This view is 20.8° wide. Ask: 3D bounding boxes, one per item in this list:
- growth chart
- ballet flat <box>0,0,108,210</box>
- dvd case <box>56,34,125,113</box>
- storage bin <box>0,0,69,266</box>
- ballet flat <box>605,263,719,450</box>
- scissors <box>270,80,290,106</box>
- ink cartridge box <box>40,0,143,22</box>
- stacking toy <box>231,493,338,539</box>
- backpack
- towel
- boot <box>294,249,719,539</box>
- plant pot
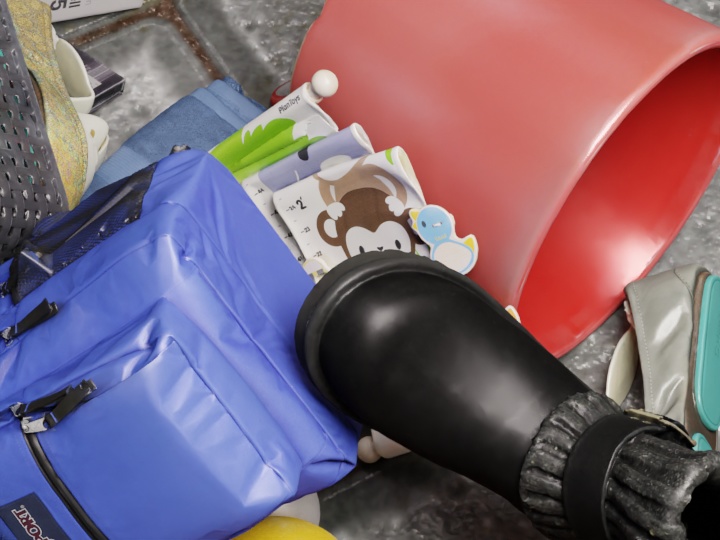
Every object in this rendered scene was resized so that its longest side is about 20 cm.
[{"bbox_3d":[0.000,0.000,0.970,0.018,0.145,0.201,-25,82,-45],"label":"growth chart"},{"bbox_3d":[-0.169,-0.082,1.044,0.070,0.071,0.200,-15,47,-12],"label":"ballet flat"},{"bbox_3d":[-0.257,-0.124,1.121,0.200,0.016,0.149,34,44,19],"label":"dvd case"},{"bbox_3d":[-0.240,-0.073,0.966,0.094,0.135,0.201,5,58,-50],"label":"storage bin"},{"bbox_3d":[0.154,0.087,0.992,0.063,0.067,0.201,-11,50,24],"label":"ballet flat"},{"bbox_3d":[0.032,-0.134,1.143,0.199,0.014,0.073,-32,22,-24],"label":"scissors"},{"bbox_3d":[-0.214,-0.212,1.101,0.199,0.146,0.084,-15,55,-29],"label":"ink cartridge box"},{"bbox_3d":[-0.040,0.166,0.905,0.145,0.147,0.200,-3,36,-4],"label":"stacking toy"},{"bbox_3d":[-0.122,0.065,0.883,0.199,0.163,0.168,-28,17,21],"label":"backpack"},{"bbox_3d":[-0.108,-0.016,1.053,0.112,0.049,0.200,38,61,22],"label":"towel"},{"bbox_3d":[0.082,0.074,0.831,0.080,0.211,0.158,-58,31,3],"label":"boot"},{"bbox_3d":[0.073,-0.080,1.011,0.177,0.201,0.200,38,62,23],"label":"plant pot"}]
